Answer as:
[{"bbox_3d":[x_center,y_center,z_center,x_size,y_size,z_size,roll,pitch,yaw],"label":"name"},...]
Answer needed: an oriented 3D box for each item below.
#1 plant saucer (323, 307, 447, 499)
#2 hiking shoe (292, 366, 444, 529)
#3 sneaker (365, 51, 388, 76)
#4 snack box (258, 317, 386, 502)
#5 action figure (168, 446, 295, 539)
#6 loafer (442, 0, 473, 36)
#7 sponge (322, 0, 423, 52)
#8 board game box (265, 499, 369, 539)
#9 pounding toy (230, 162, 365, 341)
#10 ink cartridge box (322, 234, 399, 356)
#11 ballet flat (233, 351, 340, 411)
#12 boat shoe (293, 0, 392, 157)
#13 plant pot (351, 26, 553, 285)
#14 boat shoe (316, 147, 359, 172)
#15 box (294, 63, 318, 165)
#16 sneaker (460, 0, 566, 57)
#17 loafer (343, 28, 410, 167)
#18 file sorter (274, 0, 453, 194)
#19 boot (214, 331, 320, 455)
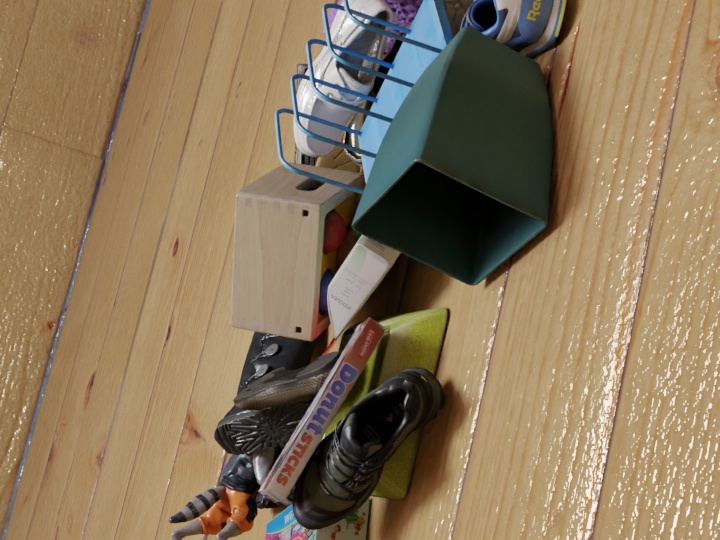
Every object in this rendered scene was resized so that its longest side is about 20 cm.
[{"bbox_3d":[0.011,0.134,1.665,0.200,0.048,0.201,-13,61,68],"label":"plant saucer"},{"bbox_3d":[-0.008,0.171,1.530,0.200,0.076,0.101,-51,-20,9],"label":"hiking shoe"},{"bbox_3d":[0.002,-0.224,1.968,0.200,0.082,0.078,136,132,-80],"label":"sneaker"},{"bbox_3d":[-0.038,0.141,1.581,0.201,0.024,0.072,-59,3,-14],"label":"snack box"},{"bbox_3d":[-0.125,0.246,1.827,0.194,0.105,0.200,-54,14,-32],"label":"action figure"},{"bbox_3d":[0.095,-0.266,1.743,0.070,0.070,0.201,35,107,58],"label":"loafer"},{"bbox_3d":[0.044,-0.309,1.855,0.200,0.111,0.030,-30,44,63],"label":"sponge"},{"bbox_3d":[-0.055,0.344,1.644,0.148,0.064,0.201,-45,33,52],"label":"board game box"},{"bbox_3d":[-0.043,-0.041,1.790,0.200,0.141,0.185,-41,-42,-65],"label":"pounding toy"},{"bbox_3d":[0.000,0.000,1.723,0.200,0.050,0.161,-52,4,41],"label":"ink cartridge box"},{"bbox_3d":[-0.074,0.131,1.715,0.067,0.046,0.200,-41,12,-38],"label":"ballet flat"},{"bbox_3d":[-0.018,-0.218,1.794,0.069,0.070,0.201,41,115,55],"label":"boat shoe"},{"bbox_3d":[0.101,-0.123,1.518,0.141,0.141,0.201,-43,27,54],"label":"plant pot"},{"bbox_3d":[-0.045,-0.052,1.932,0.069,0.070,0.201,80,-150,-79],"label":"boat shoe"},{"bbox_3d":[-0.064,-0.162,2.019,0.110,0.034,0.201,-120,32,-78],"label":"box"},{"bbox_3d":[0.133,-0.241,1.606,0.200,0.082,0.074,138,143,-58],"label":"sneaker"},{"bbox_3d":[0.028,-0.207,1.841,0.075,0.069,0.201,47,123,28],"label":"loafer"},{"bbox_3d":[0.000,-0.201,1.677,0.139,0.122,0.201,-100,32,-53],"label":"file sorter"},{"bbox_3d":[-0.075,0.124,1.868,0.164,0.066,0.200,-9,31,23],"label":"boot"}]
